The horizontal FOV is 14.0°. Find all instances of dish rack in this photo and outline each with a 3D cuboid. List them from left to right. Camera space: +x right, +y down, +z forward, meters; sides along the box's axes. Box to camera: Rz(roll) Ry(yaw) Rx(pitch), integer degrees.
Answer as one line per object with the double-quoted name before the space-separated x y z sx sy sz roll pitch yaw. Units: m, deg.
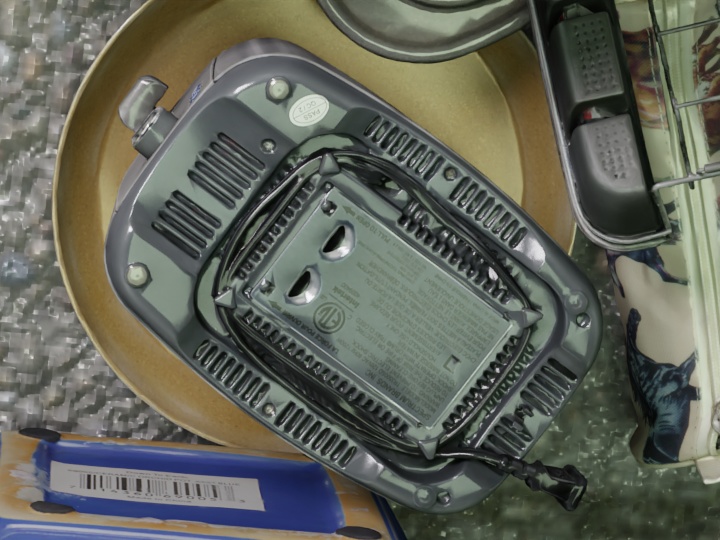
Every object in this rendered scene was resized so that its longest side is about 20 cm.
"dish rack" 0.156 -0.102 1.005 0.199 0.055 0.154 -12 77 6

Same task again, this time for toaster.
"toaster" 0.000 0.000 1.040 0.200 0.129 0.114 35 97 -14

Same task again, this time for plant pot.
"plant pot" -0.072 0.161 1.058 0.199 0.200 0.180 5 100 -6
"plant pot" -0.017 -0.028 1.111 0.199 0.027 0.201 -2 104 -8

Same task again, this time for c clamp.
"c clamp" 0.039 -0.182 1.066 0.170 0.027 0.200 -16 94 -4

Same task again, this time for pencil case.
"pencil case" 0.124 -0.024 1.101 0.078 0.089 0.201 -13 104 -8
